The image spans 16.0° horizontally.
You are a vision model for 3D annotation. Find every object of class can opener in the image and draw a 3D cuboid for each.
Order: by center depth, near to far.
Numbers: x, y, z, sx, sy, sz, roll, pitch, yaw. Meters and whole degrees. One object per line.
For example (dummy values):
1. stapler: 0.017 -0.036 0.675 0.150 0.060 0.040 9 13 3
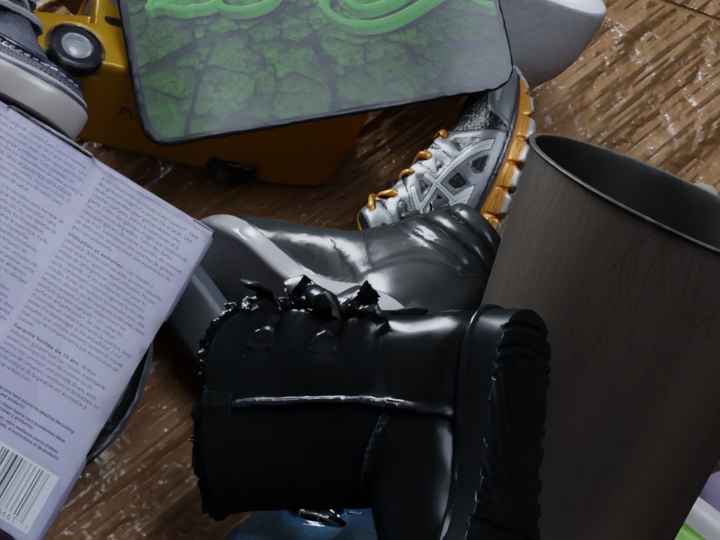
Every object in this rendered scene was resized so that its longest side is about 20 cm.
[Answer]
1. can opener: -0.099 0.022 1.313 0.066 0.053 0.200 -40 74 -7

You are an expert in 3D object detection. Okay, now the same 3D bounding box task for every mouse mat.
1. mouse mat: -0.030 -0.154 1.355 0.200 0.008 0.161 -10 72 -7

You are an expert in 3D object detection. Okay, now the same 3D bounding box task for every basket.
1. basket: 0.109 0.058 1.198 0.136 0.200 0.180 17 14 -23

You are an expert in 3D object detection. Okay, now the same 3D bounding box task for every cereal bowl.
1. cereal bowl: 0.036 -0.161 1.472 0.200 0.083 0.200 25 16 -8

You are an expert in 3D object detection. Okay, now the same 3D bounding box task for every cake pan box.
1. cake pan box: -0.190 0.014 1.211 0.200 0.052 0.184 31 69 -9

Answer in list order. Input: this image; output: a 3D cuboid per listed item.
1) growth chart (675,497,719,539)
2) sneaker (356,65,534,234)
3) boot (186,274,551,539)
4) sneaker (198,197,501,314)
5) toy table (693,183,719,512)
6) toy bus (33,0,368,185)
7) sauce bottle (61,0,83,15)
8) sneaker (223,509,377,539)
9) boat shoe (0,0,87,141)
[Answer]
1. growth chart: 0.124 0.186 1.271 0.145 0.018 0.200 29 67 -1
2. sneaker: 0.037 -0.027 1.368 0.077 0.078 0.200 21 69 5
3. boot: -0.003 0.098 1.146 0.073 0.162 0.199 19 76 -56
4. sneaker: 0.000 0.000 1.302 0.099 0.071 0.200 -29 29 -29
5. toy table: 0.178 0.057 1.372 0.184 0.117 0.200 -10 60 -32
6. toy bus: -0.097 -0.103 1.394 0.200 0.065 0.078 13 50 -18
7. sauce bottle: -0.126 -0.224 1.480 0.066 0.066 0.200 20 45 -11
8. sneaker: -0.002 0.098 1.251 0.078 0.090 0.200 23 36 29
9. boat shoe: -0.189 -0.137 1.295 0.200 0.075 0.093 28 81 39
